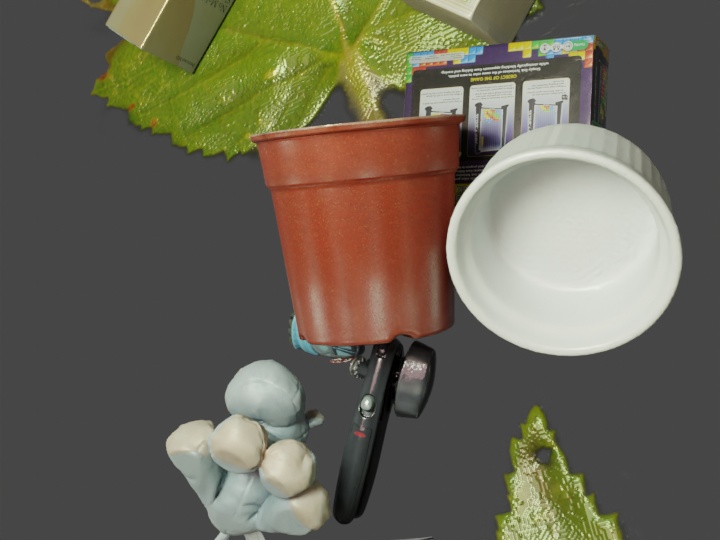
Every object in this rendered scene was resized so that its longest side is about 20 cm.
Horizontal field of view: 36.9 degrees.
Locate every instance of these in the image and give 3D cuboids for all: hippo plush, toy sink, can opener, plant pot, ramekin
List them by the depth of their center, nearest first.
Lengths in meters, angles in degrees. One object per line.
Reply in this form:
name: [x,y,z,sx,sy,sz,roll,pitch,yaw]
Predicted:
ramekin: [0.183,-0.033,0.960,0.200,0.098,0.201,8,122,13]
plant pot: [0.006,-0.038,1.004,0.200,0.201,0.196,-2,97,28]
toy sink: [0.124,-0.347,1.080,0.130,0.112,0.200,33,98,28]
can opener: [0.011,0.161,1.089,0.079,0.063,0.200,21,92,29]
hippo plush: [-0.085,0.184,1.092,0.159,0.161,0.200,5,128,21]

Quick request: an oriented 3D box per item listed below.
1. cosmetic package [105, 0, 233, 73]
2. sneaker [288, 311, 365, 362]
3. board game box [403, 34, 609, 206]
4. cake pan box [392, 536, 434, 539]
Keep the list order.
cosmetic package: [-0.199,-0.344,1.262,0.071,0.105,0.200,36,101,28]
sneaker: [0.000,0.000,1.128,0.095,0.079,0.200,20,96,12]
board game box: [0.141,-0.139,1.070,0.200,0.057,0.166,1,85,28]
cake pan box: [-0.011,0.366,1.077,0.200,0.052,0.185,-11,75,27]
